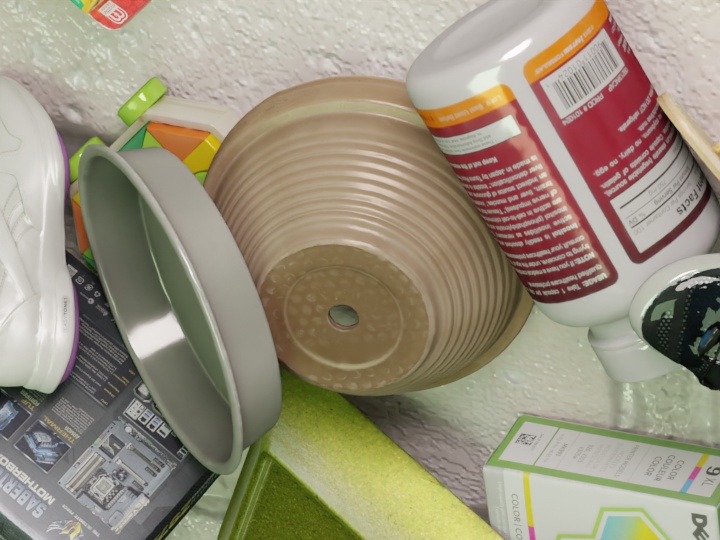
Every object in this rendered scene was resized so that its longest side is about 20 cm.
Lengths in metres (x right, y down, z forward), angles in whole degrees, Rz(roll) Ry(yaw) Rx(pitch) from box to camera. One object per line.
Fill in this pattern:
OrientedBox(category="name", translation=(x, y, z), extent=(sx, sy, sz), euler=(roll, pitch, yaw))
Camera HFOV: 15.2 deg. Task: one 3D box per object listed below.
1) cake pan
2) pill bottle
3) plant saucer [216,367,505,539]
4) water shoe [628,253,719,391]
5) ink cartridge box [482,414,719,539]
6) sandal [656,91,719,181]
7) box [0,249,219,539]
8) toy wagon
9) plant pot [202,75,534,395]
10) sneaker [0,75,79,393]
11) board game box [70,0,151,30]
OrientedBox(category="cake pan", translation=(-0.101, 0.017, 1.521), extent=(0.201, 0.037, 0.201), euler=(53, 157, 34))
OrientedBox(category="pill bottle", translation=(0.117, -0.046, 1.413), extent=(0.113, 0.113, 0.201), euler=(-19, 110, 38))
OrientedBox(category="plant saucer", translation=(-0.010, 0.180, 1.648), extent=(0.200, 0.048, 0.200), euler=(41, 141, 17))
OrientedBox(category="water shoe", translation=(0.231, 0.053, 1.353), extent=(0.199, 0.079, 0.072), euler=(20, 120, -8))
OrientedBox(category="ink cartridge box", translation=(0.175, 0.155, 1.555), extent=(0.199, 0.059, 0.104), euler=(8, 125, 26))
OrientedBox(category="sandal", translation=(0.242, -0.034, 1.395), extent=(0.070, 0.078, 0.212), euler=(-38, 107, 10))
OrientedBox(category="box", translation=(-0.184, 0.085, 1.615), extent=(0.200, 0.158, 0.051), euler=(37, 152, 8))
OrientedBox(category="toy wagon", translation=(-0.113, -0.019, 1.618), extent=(0.155, 0.040, 0.200), euler=(46, 132, -5))
OrientedBox(category="plant pot", translation=(0.000, 0.000, 1.499), extent=(0.199, 0.093, 0.202), euler=(6, 124, 9))
OrientedBox(category="sneaker", translation=(-0.220, -0.026, 1.584), extent=(0.099, 0.201, 0.075), euler=(2, 153, -22))
OrientedBox(category="board game box", translation=(-0.184, -0.220, 1.481), extent=(0.200, 0.096, 0.030), euler=(42, 132, -2))
